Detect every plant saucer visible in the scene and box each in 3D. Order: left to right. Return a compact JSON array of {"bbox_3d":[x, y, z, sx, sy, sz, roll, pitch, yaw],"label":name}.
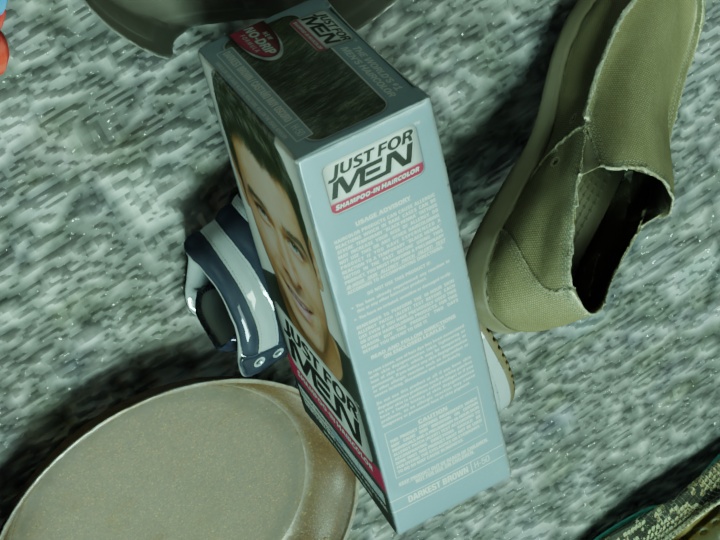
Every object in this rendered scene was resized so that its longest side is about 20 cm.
[{"bbox_3d":[-0.095,0.128,1.010,0.199,0.032,0.201,-18,130,-23],"label":"plant saucer"}]

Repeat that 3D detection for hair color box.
[{"bbox_3d":[0.000,0.000,0.838,0.060,0.099,0.201,-25,129,-14],"label":"hair color box"}]

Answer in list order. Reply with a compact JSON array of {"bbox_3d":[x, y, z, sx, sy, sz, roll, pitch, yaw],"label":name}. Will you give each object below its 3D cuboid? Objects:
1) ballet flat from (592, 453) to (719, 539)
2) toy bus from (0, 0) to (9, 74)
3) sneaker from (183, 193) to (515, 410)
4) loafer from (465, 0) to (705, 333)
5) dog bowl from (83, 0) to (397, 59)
[{"bbox_3d":[0.202,0.158,1.199,0.200,0.075,0.068,-36,136,-5],"label":"ballet flat"},{"bbox_3d":[-0.208,-0.054,0.744,0.192,0.136,0.201,-24,137,-39],"label":"toy bus"},{"bbox_3d":[-0.009,0.025,0.961,0.108,0.070,0.200,-40,130,-6],"label":"sneaker"},{"bbox_3d":[0.119,-0.057,0.952,0.076,0.067,0.201,32,79,-47],"label":"loafer"},{"bbox_3d":[-0.042,-0.180,0.793,0.199,0.059,0.201,-18,132,-21],"label":"dog bowl"}]
